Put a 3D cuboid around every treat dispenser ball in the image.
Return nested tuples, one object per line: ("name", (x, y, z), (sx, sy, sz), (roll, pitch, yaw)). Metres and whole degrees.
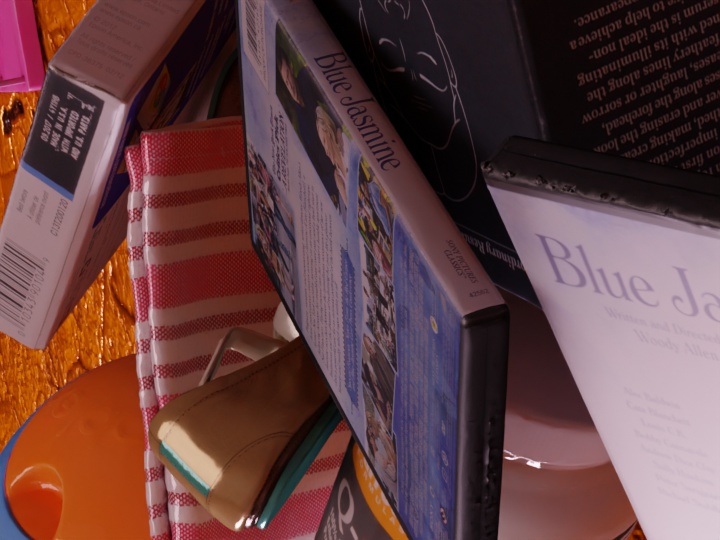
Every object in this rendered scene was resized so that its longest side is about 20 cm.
("treat dispenser ball", (-0.084, 0.137, 1.031), (0.201, 0.200, 0.202), (38, 135, 53))

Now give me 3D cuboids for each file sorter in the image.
("file sorter", (-0.308, -0.180, 1.437), (0.200, 0.125, 0.140), (9, 109, 63))

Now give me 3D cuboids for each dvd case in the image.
("dvd case", (0.124, 0.051, 0.612), (0.142, 0.018, 0.201), (16, 144, 42))
("dvd case", (0.000, 0.000, 0.724), (0.143, 0.017, 0.200), (89, 159, -44))

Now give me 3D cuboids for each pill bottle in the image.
("pill bottle", (0.049, 0.082, 0.829), (0.117, 0.116, 0.201), (60, 150, 33))

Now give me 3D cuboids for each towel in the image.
("towel", (-0.032, 0.034, 0.918), (0.030, 0.146, 0.201), (3, 99, 45))

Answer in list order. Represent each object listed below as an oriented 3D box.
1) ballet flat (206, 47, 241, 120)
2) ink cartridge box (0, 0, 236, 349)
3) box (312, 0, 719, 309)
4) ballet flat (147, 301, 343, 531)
("ballet flat", (-0.040, -0.022, 1.037), (0.072, 0.068, 0.201), (40, 140, 23))
("ink cartridge box", (-0.091, -0.088, 0.968), (0.043, 0.200, 0.198), (31, 143, 3))
("box", (0.054, -0.106, 0.699), (0.148, 0.107, 0.201), (29, 139, 57))
("ballet flat", (-0.018, 0.032, 0.865), (0.063, 0.200, 0.069), (31, 121, 11))
